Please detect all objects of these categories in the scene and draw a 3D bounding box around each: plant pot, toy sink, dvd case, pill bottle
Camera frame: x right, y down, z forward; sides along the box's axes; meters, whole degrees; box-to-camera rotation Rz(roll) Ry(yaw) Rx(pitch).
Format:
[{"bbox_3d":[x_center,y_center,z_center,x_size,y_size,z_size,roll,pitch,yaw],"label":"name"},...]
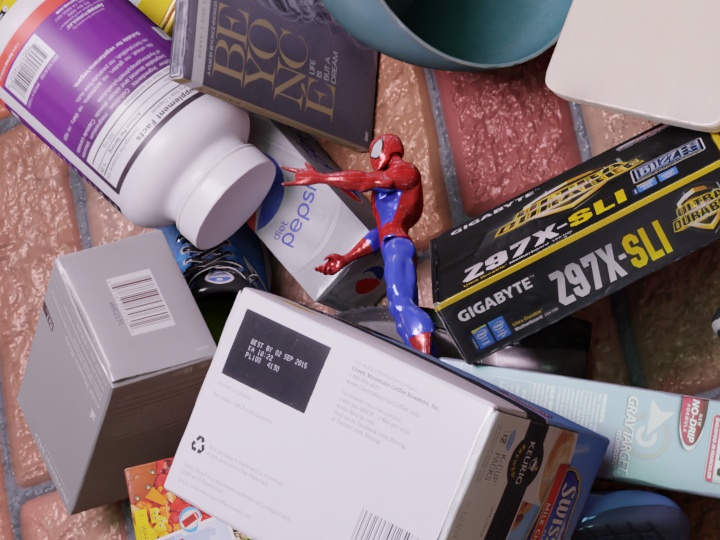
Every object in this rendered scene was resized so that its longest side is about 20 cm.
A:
[{"bbox_3d":[0.038,-0.224,1.684,0.135,0.200,0.200,-10,71,55],"label":"plant pot"},{"bbox_3d":[0.224,-0.173,1.592,0.130,0.112,0.200,15,79,32],"label":"toy sink"},{"bbox_3d":[-0.052,-0.176,1.700,0.016,0.200,0.149,-5,75,38],"label":"dvd case"},{"bbox_3d":[-0.154,-0.107,1.701,0.200,0.112,0.112,42,100,15],"label":"pill bottle"}]

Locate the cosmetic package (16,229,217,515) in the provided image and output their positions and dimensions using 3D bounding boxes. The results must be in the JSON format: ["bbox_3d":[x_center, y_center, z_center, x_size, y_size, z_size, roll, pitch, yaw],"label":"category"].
[{"bbox_3d":[-0.168,0.072,1.710,0.107,0.090,0.200,61,150,24],"label":"cosmetic package"}]

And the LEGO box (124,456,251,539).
[{"bbox_3d":[-0.054,0.210,1.598,0.149,0.077,0.200,-14,80,20],"label":"LEGO box"}]

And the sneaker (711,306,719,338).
[{"bbox_3d":[0.292,0.079,1.516,0.200,0.072,0.083,22,91,32],"label":"sneaker"}]

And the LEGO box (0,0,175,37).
[{"bbox_3d":[-0.170,-0.202,1.837,0.149,0.077,0.200,32,94,30],"label":"LEGO box"}]

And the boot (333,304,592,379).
[{"bbox_3d":[0.058,0.092,1.653,0.200,0.070,0.132,1,84,35],"label":"boot"}]

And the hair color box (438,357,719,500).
[{"bbox_3d":[0.148,0.099,1.541,0.200,0.099,0.061,8,87,13],"label":"hair color box"}]

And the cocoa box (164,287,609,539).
[{"bbox_3d":[0.015,0.112,1.446,0.200,0.131,0.134,24,93,37],"label":"cocoa box"}]

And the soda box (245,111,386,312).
[{"bbox_3d":[-0.052,-0.058,1.750,0.063,0.068,0.200,-48,61,12],"label":"soda box"}]

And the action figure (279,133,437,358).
[{"bbox_3d":[0.000,0.000,1.621,0.099,0.065,0.200,-3,62,2],"label":"action figure"}]

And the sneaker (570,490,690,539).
[{"bbox_3d":[0.102,0.151,1.512,0.200,0.074,0.082,-10,48,24],"label":"sneaker"}]

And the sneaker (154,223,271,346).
[{"bbox_3d":[-0.093,0.010,1.729,0.078,0.089,0.200,-17,65,-7],"label":"sneaker"}]

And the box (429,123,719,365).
[{"bbox_3d":[0.140,-0.025,1.558,0.200,0.160,0.049,-27,105,8],"label":"box"}]
